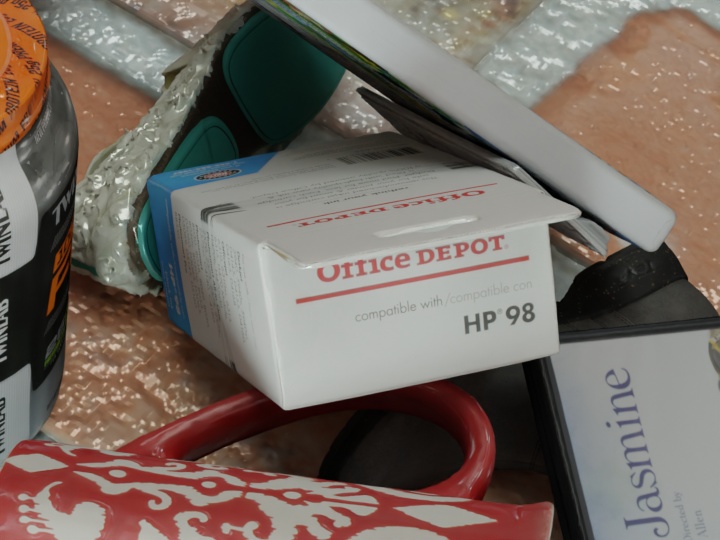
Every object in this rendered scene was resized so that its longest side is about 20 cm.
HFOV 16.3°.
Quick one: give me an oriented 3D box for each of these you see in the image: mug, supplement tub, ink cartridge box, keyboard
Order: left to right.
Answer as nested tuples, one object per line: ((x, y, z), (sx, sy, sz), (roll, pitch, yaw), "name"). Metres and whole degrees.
((-0.172, -0.018, 0.970), (0.122, 0.200, 0.123), (5, 50, -6), "supplement tub")
((-0.035, 0.124, 0.938), (0.199, 0.134, 0.178), (9, 27, 4), "mug")
((0.000, 0.000, 0.979), (0.116, 0.067, 0.200), (-11, 15, -17), "ink cartridge box")
((0.048, -0.045, 1.062), (0.056, 0.200, 0.011), (35, 90, -22), "keyboard")

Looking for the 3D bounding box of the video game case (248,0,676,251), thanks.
((0.022, -0.082, 1.049), (0.200, 0.182, 0.022), (34, 91, -17), "video game case")

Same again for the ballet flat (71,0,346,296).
((-0.075, -0.066, 1.121), (0.072, 0.072, 0.200), (27, 49, 13), "ballet flat")

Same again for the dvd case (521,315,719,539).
((0.167, 0.086, 1.010), (0.200, 0.018, 0.143), (-5, 73, -26), "dvd case")

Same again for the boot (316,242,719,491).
((0.093, 0.077, 1.029), (0.200, 0.070, 0.132), (-29, 68, -21), "boot")
